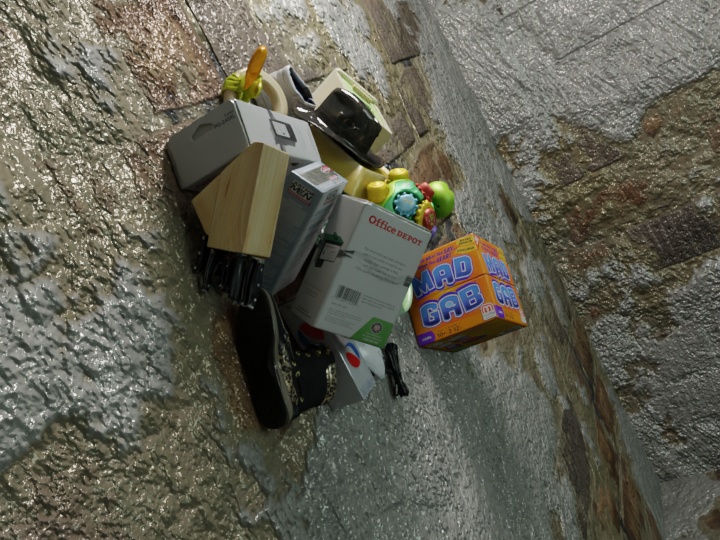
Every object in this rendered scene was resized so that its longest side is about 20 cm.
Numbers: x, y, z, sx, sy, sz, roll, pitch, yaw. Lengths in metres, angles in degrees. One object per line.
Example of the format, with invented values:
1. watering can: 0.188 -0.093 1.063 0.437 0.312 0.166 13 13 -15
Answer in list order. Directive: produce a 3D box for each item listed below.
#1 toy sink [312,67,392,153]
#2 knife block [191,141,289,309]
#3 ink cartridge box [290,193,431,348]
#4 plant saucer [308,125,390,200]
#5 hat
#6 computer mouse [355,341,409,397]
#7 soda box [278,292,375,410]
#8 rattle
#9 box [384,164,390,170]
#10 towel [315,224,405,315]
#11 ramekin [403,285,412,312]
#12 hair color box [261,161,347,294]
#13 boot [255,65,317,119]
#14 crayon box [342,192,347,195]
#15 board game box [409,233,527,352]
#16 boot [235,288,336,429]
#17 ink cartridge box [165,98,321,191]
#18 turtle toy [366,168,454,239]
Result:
1. toy sink: -0.031 -0.333 1.423 0.130 0.112 0.201 33 23 -34
2. knife block: -0.156 -0.054 0.955 0.064 0.200 0.176 10 46 -61
3. ink cartridge box: 0.002 0.002 1.046 0.145 0.084 0.201 22 92 -37
4. plant saucer: -0.014 -0.194 1.241 0.200 0.049 0.199 45 18 26
5. hat: -0.022 -0.270 1.206 0.200 0.081 0.201 32 18 -12
6. computer mouse: 0.030 0.169 1.278 0.200 0.044 0.110 30 44 -50
7. soda box: -0.054 0.125 1.128 0.201 0.068 0.064 63 27 -7
8. rattle: -0.142 -0.285 1.207 0.201 0.142 0.130 57 36 -11
9. box: 0.044 -0.105 1.462 0.201 0.104 0.148 60 28 -11
10. towel: 0.000 0.000 1.180 0.152 0.023 0.201 -19 89 -47
11. ramekin: 0.009 0.005 1.313 0.200 0.097 0.201 42 35 -40
12. hair color box: -0.104 -0.062 1.043 0.060 0.201 0.099 35 26 8
13. boot: -0.123 -0.291 1.311 0.201 0.095 0.074 60 27 -17
14. crayon box: -0.081 -0.116 1.209 0.200 0.125 0.052 -2 78 -63
15. board game box: 0.239 0.060 1.581 0.199 0.199 0.201 17 54 -57
16. boot: -0.107 0.126 1.024 0.150 0.073 0.202 1 71 -60
17. ink cartridge box: -0.178 -0.183 1.063 0.200 0.145 0.084 -3 71 -62
18. turtle toy: 0.093 -0.103 1.194 0.200 0.100 0.147 -38 129 -47
